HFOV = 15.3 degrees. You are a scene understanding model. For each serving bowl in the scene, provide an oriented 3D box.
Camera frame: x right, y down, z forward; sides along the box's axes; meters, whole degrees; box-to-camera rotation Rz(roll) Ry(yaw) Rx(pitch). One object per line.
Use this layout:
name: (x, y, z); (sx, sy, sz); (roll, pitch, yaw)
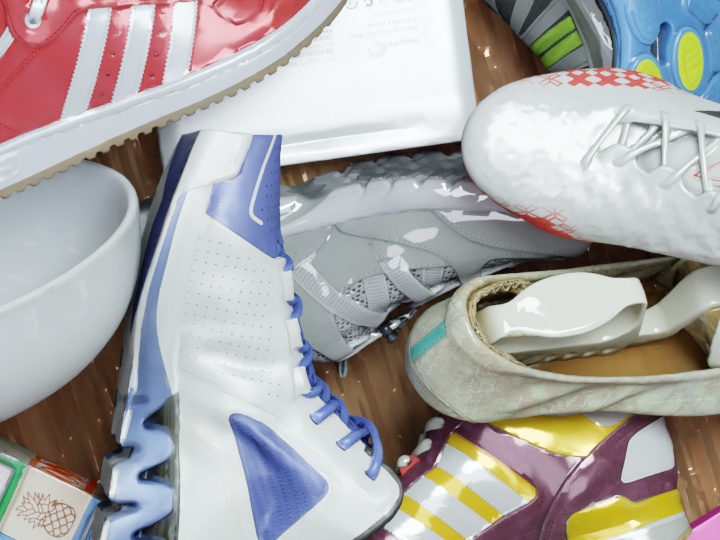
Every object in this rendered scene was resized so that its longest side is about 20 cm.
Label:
serving bowl: (-0.175, 0.022, 1.008); (0.199, 0.200, 0.066); (-12, 111, -3)

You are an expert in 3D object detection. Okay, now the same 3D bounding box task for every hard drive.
hard drive: (-0.029, -0.144, 1.089); (0.131, 0.026, 0.202); (-8, 92, -4)

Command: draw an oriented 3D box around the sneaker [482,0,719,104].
sneaker: (0.096, -0.106, 1.080); (0.071, 0.083, 0.201); (-30, 109, -24)

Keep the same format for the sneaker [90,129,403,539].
sneaker: (-0.036, 0.049, 1.021); (0.114, 0.081, 0.201); (10, 93, -10)

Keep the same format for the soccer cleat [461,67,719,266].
soccer cleat: (0.137, -0.033, 1.009); (0.199, 0.085, 0.069); (14, 89, -12)

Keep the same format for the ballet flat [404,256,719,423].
ballet flat: (0.114, 0.023, 1.052); (0.199, 0.062, 0.068); (-9, 65, -26)

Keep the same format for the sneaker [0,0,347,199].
sneaker: (-0.104, -0.110, 1.016); (0.199, 0.071, 0.113); (-27, 114, -12)

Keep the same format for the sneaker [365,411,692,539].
sneaker: (0.030, 0.095, 1.083); (0.199, 0.075, 0.091); (-14, 84, -9)

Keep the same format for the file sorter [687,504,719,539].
file sorter: (0.160, 0.213, 1.063); (0.138, 0.125, 0.201); (-31, 93, -2)

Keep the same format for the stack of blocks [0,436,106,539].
stack of blocks: (-0.174, 0.166, 1.072); (0.115, 0.059, 0.201); (25, 90, -4)

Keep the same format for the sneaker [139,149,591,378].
sneaker: (0.000, 0.000, 1.081); (0.198, 0.075, 0.083); (-7, 101, 7)

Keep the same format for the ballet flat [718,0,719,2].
ballet flat: (0.205, -0.070, 1.082); (0.200, 0.072, 0.072); (33, 89, -5)
